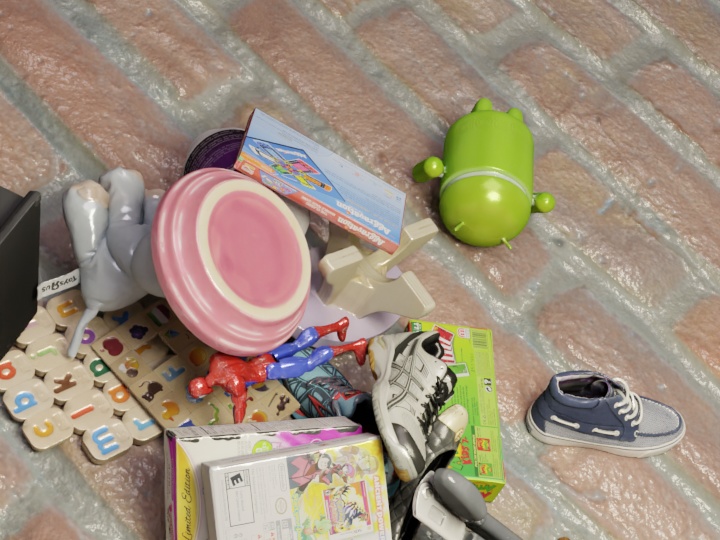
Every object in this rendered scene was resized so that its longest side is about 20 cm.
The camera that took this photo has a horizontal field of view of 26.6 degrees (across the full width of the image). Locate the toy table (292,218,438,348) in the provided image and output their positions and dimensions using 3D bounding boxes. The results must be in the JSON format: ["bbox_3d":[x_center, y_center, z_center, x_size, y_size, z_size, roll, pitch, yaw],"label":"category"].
[{"bbox_3d":[0.000,0.000,1.725,0.184,0.117,0.200,46,41,6],"label":"toy table"}]

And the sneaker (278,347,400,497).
[{"bbox_3d":[-0.012,0.147,1.657,0.079,0.096,0.200,-28,67,-32],"label":"sneaker"}]

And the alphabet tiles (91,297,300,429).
[{"bbox_3d":[-0.166,0.105,1.654,0.167,0.008,0.200,-34,68,-27],"label":"alphabet tiles"}]

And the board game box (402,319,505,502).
[{"bbox_3d":[0.102,0.157,1.720,0.101,0.048,0.201,7,53,-13],"label":"board game box"}]

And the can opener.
[{"bbox_3d":[0.127,0.274,1.580,0.200,0.066,0.053,43,60,-33],"label":"can opener"}]

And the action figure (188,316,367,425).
[{"bbox_3d":[-0.095,0.120,1.611,0.199,0.100,0.065,-12,41,-31],"label":"action figure"}]

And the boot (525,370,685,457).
[{"bbox_3d":[0.296,0.162,1.754,0.198,0.091,0.073,2,54,-17],"label":"boot"}]

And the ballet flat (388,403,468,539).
[{"bbox_3d":[0.066,0.234,1.595,0.057,0.066,0.201,25,87,34],"label":"ballet flat"}]

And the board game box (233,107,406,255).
[{"bbox_3d":[-0.041,-0.098,1.667,0.199,0.019,0.103,29,34,-13],"label":"board game box"}]

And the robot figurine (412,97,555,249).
[{"bbox_3d":[0.157,-0.116,1.893,0.174,0.116,0.201,17,52,-12],"label":"robot figurine"}]

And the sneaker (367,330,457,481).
[{"bbox_3d":[0.058,0.128,1.569,0.087,0.076,0.201,-13,39,6],"label":"sneaker"}]

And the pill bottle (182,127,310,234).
[{"bbox_3d":[-0.137,-0.094,1.744,0.111,0.113,0.200,-4,26,-21],"label":"pill bottle"}]

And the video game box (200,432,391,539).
[{"bbox_3d":[-0.058,0.274,1.512,0.180,0.047,0.202,-7,95,-18],"label":"video game box"}]

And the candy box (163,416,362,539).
[{"bbox_3d":[-0.098,0.225,1.552,0.198,0.061,0.138,-3,95,-19],"label":"candy box"}]

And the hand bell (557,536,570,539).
[{"bbox_3d":[0.221,0.362,1.601,0.103,0.105,0.201,14,40,-8],"label":"hand bell"}]

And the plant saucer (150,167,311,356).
[{"bbox_3d":[-0.122,-0.015,1.565,0.200,0.051,0.202,21,58,-39],"label":"plant saucer"}]

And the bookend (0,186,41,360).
[{"bbox_3d":[-0.437,-0.026,1.565,0.197,0.201,0.092,26,50,6],"label":"bookend"}]

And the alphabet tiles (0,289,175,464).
[{"bbox_3d":[-0.293,0.112,1.641,0.195,0.015,0.200,-25,66,-32],"label":"alphabet tiles"}]

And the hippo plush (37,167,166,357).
[{"bbox_3d":[-0.232,-0.031,1.614,0.200,0.160,0.160,-39,111,-39],"label":"hippo plush"}]
